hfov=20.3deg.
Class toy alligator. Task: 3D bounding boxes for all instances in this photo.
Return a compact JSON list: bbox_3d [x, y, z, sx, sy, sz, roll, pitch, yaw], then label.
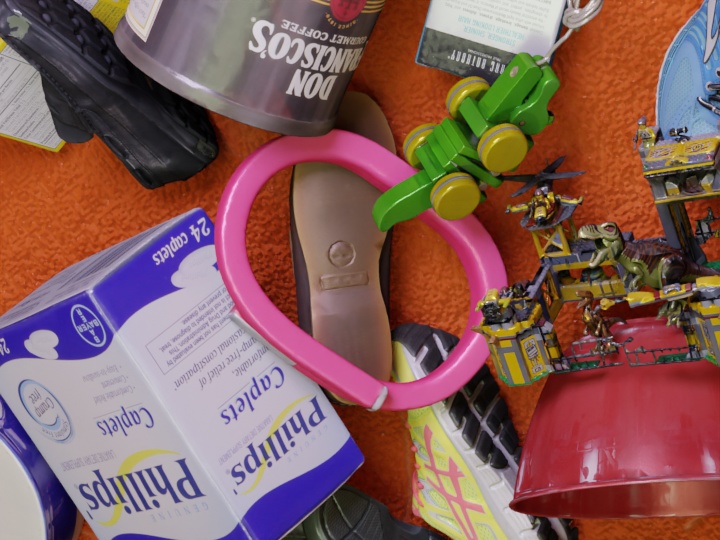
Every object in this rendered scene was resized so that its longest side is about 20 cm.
[{"bbox_3d":[0.088,-0.089,1.213,0.200,0.059,0.054,-46,136,18],"label":"toy alligator"}]

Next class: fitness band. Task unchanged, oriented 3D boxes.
[{"bbox_3d":[0.000,0.000,1.249,0.199,0.037,0.144,36,79,-13],"label":"fitness band"}]

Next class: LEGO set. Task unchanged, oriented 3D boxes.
[{"bbox_3d":[0.152,-0.020,1.176,0.199,0.154,0.116,-3,120,36],"label":"LEGO set"}]

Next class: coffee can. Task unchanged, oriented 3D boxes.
[{"bbox_3d":[-0.044,-0.202,1.195,0.146,0.146,0.201,26,109,4],"label":"coffee can"}]

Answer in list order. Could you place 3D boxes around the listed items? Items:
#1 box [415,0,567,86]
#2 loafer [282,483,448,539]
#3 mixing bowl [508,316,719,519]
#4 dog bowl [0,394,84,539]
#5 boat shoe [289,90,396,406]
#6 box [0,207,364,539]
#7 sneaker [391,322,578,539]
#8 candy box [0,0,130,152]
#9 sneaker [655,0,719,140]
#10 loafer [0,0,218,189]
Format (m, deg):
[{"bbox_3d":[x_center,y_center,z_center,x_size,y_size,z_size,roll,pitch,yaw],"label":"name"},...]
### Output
[{"bbox_3d":[0.099,-0.212,1.216,0.082,0.049,0.201,17,112,7],"label":"box"},{"bbox_3d":[0.020,0.207,1.363,0.063,0.072,0.200,-21,130,40],"label":"loafer"},{"bbox_3d":[0.187,0.091,1.245,0.199,0.200,0.109,-6,76,16],"label":"mixing bowl"},{"bbox_3d":[-0.301,0.161,1.433,0.199,0.079,0.202,5,110,13],"label":"dog bowl"},{"bbox_3d":[-0.014,-0.013,1.301,0.070,0.070,0.202,2,90,-9],"label":"boat shoe"},{"bbox_3d":[-0.129,0.086,1.309,0.184,0.105,0.201,-20,106,53],"label":"box"},{"bbox_3d":[0.061,0.130,1.336,0.090,0.078,0.201,-26,99,29],"label":"sneaker"},{"bbox_3d":[-0.177,-0.160,1.281,0.200,0.102,0.026,-46,52,23],"label":"candy box"},{"bbox_3d":[0.224,-0.135,1.190,0.078,0.090,0.201,20,114,6],"label":"sneaker"},{"bbox_3d":[-0.168,-0.109,1.261,0.070,0.068,0.200,-35,139,15],"label":"loafer"}]
